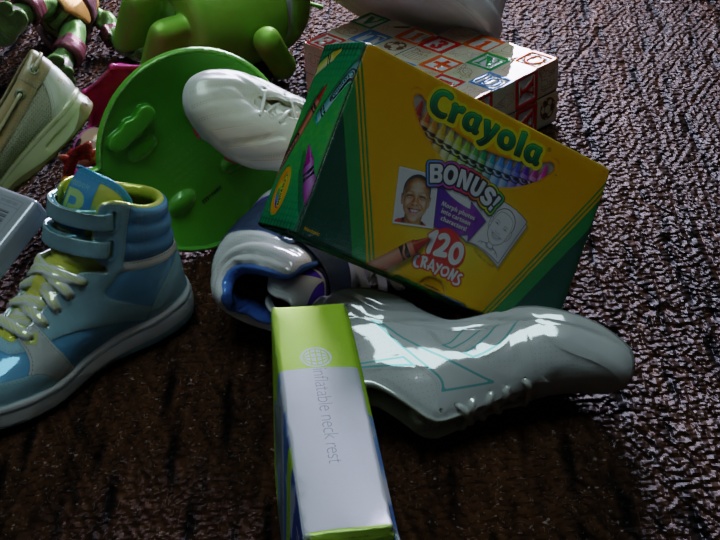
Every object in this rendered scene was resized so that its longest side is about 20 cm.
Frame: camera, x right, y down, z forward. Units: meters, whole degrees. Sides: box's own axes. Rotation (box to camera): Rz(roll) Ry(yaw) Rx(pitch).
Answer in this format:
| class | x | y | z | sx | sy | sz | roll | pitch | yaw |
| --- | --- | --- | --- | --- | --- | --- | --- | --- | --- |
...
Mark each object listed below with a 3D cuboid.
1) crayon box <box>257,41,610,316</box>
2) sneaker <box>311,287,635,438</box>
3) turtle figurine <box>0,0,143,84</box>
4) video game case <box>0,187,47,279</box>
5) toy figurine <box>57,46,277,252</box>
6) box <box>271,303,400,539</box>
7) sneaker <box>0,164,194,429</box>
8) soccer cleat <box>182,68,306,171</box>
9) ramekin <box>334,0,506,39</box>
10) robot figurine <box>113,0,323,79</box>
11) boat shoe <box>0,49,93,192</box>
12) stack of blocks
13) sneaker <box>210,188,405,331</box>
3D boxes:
| class | x | y | z | sx | sy | sz | roll | pitch | yaw |
| --- | --- | --- | --- | --- | --- | --- | --- | --- | --- |
| crayon box | 0.049 | -0.046 | 0.820 | 0.199 | 0.119 | 0.058 | 22 | -4 | -29 |
| sneaker | 0.065 | 0.065 | 0.799 | 0.199 | 0.071 | 0.081 | 4 | 57 | 4 |
| turtle figurine | -0.256 | -0.262 | 1.257 | 0.199 | 0.145 | 0.194 | 3 | 37 | 16 |
| video game case | -0.327 | 0.012 | 0.870 | 0.181 | 0.022 | 0.200 | 19 | 65 | 30 |
| toy figurine | -0.176 | -0.092 | 1.033 | 0.200 | 0.150 | 0.184 | -41 | 29 | -11 |
| box | -0.014 | 0.121 | 0.652 | 0.047 | 0.123 | 0.200 | -3 | 32 | -7 |
| sneaker | -0.197 | 0.007 | 0.839 | 0.079 | 0.131 | 0.200 | 24 | 42 | 34 |
| soccer cleat | -0.032 | -0.093 | 0.944 | 0.077 | 0.199 | 0.070 | -20 | 50 | 51 |
| ramekin | 0.049 | -0.285 | 1.204 | 0.201 | 0.095 | 0.202 | 23 | -5 | 2 |
| robot figurine | -0.131 | -0.244 | 1.239 | 0.199 | 0.116 | 0.176 | -26 | 66 | -35 |
| boat shoe | -0.283 | -0.069 | 0.955 | 0.201 | 0.063 | 0.073 | -44 | 22 | 0 |
| stack of blocks | 0.059 | -0.166 | 1.153 | 0.115 | 0.059 | 0.200 | -30 | 41 | -35 |
| sneaker | 0.000 | 0.000 | 0.875 | 0.199 | 0.081 | 0.147 | 3 | 30 | 14 |
